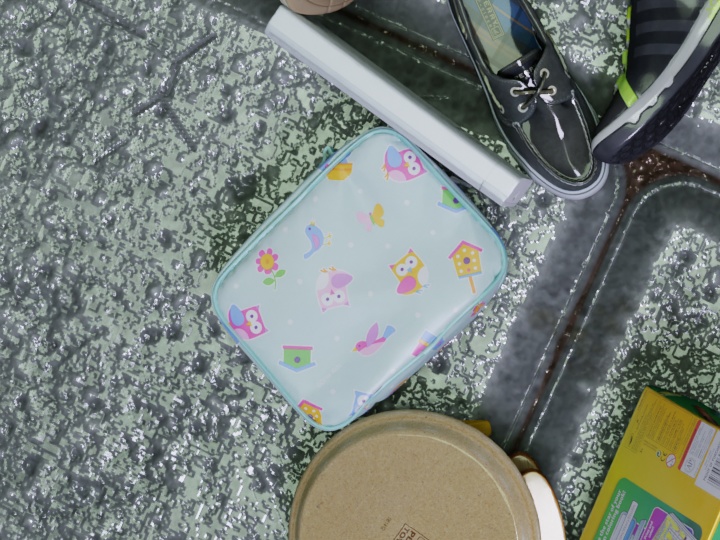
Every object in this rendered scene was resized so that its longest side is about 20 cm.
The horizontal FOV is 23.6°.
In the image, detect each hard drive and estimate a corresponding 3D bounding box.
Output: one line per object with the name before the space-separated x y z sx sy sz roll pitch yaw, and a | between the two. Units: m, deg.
hard drive | 0.030 -0.113 1.207 0.199 0.132 0.027 37 97 6

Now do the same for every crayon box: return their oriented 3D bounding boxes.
crayon box | 0.207 0.193 1.163 0.058 0.119 0.201 19 96 -30

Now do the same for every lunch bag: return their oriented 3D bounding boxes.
lunch bag | 0.000 0.000 1.238 0.200 0.077 0.161 -43 83 5

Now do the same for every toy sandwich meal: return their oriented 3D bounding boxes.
toy sandwich meal | 0.048 0.188 1.238 0.203 0.070 0.207 1 94 14

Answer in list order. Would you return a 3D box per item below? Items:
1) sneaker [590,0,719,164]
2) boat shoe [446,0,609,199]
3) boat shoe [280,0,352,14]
sneaker | 0.214 -0.168 1.226 0.083 0.072 0.201 37 88 18
boat shoe | 0.114 -0.141 1.235 0.068 0.057 0.201 -29 86 6
boat shoe | -0.011 -0.241 1.207 0.064 0.200 0.072 26 136 22
